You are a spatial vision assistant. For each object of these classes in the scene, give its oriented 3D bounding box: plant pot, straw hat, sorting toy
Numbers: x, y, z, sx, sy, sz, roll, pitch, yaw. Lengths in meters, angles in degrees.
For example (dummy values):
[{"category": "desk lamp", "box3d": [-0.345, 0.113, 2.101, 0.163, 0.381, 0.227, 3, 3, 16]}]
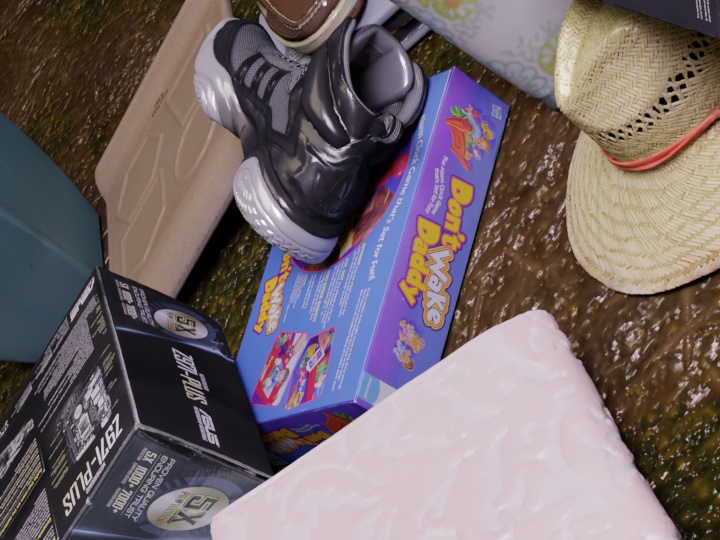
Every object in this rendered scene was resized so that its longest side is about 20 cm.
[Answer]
[{"category": "plant pot", "box3d": [-0.286, -0.031, 1.413, 0.141, 0.199, 0.142, -46, 30, 21]}, {"category": "straw hat", "box3d": [0.137, -0.098, 0.930, 0.201, 0.085, 0.202, -37, 36, 33]}, {"category": "sorting toy", "box3d": [-0.119, -0.072, 1.339, 0.186, 0.036, 0.201, -58, 28, 25]}]

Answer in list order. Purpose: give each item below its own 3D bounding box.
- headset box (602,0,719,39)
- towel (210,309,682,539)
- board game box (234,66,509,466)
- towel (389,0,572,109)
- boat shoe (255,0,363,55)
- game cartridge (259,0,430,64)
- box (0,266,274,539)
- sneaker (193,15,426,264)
[{"category": "headset box", "box3d": [0.168, -0.178, 0.856, 0.200, 0.173, 0.094, -144, 41, -62]}, {"category": "towel", "box3d": [0.038, 0.130, 0.866, 0.190, 0.032, 0.201, -34, 41, 7]}, {"category": "board game box", "box3d": [0.000, 0.000, 1.096, 0.134, 0.045, 0.202, -17, 50, 51]}, {"category": "towel", "box3d": [0.097, -0.200, 1.000, 0.201, 0.170, 0.048, -54, 28, 11]}, {"category": "boat shoe", "box3d": [-0.058, -0.202, 1.272, 0.075, 0.075, 0.203, -51, 30, 13]}, {"category": "game cartridge", "box3d": [0.008, -0.181, 1.263, 0.200, 0.041, 0.134, -38, 31, 33]}, {"category": "box", "box3d": [-0.145, 0.129, 1.082, 0.201, 0.086, 0.164, -56, 27, 16]}, {"category": "sneaker", "box3d": [-0.025, -0.101, 1.110, 0.114, 0.075, 0.201, -46, 37, 21]}]
